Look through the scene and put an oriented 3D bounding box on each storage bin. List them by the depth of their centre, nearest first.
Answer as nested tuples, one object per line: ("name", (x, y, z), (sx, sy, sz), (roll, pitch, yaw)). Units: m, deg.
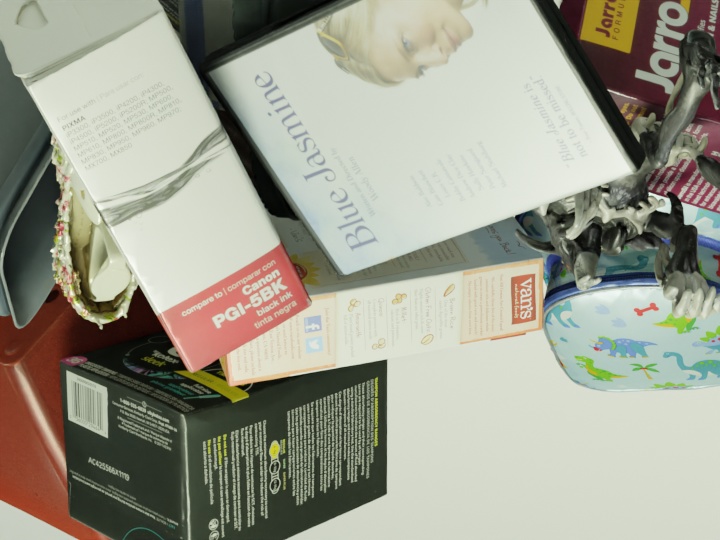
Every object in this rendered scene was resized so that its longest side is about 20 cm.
("storage bin", (-0.244, -0.081, 1.188), (0.134, 0.201, 0.146), (22, 153, 9))

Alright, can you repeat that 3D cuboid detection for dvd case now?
("dvd case", (0.027, -0.081, 0.900), (0.199, 0.018, 0.143), (-19, 114, 38))

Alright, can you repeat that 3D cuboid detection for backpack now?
("backpack", (0.192, -0.017, 1.134), (0.182, 0.148, 0.200), (-5, 142, 25))

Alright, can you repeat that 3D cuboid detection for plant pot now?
("plant pot", (-0.234, 0.067, 1.406), (0.199, 0.200, 0.177), (17, 146, 38))

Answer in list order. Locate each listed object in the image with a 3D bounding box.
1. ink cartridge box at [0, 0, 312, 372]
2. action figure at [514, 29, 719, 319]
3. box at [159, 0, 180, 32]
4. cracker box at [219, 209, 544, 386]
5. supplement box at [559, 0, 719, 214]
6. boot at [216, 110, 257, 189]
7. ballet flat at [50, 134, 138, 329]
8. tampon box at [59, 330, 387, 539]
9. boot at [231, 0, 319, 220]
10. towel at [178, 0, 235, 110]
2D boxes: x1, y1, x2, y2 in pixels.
("ink cartridge box", (-0.117, -0.068, 0.983), (0.083, 0.147, 0.201), (-28, 124, -4))
("action figure", (0.147, -0.037, 0.937), (0.118, 0.102, 0.200), (24, 141, -16))
("box", (-0.055, -0.183, 1.035), (0.157, 0.050, 0.200), (-12, 143, 40))
("cracker box", (0.000, 0.000, 1.105), (0.199, 0.134, 0.058), (-10, 120, -11))
("supplement box", (0.208, -0.101, 1.013), (0.199, 0.111, 0.086), (16, 150, -3))
("boot", (-0.106, -0.041, 1.206), (0.200, 0.064, 0.186), (30, 131, -28))
("ballet flat", (-0.157, -0.039, 1.117), (0.075, 0.064, 0.200), (-10, 143, -15))
("tampon box", (-0.098, 0.118, 1.318), (0.149, 0.127, 0.199), (16, -156, 42))
("boot", (0.021, -0.092, 0.976), (0.162, 0.074, 0.199), (7, 142, 12))
("towel", (-0.008, -0.130, 1.017), (0.199, 0.024, 0.147), (8, 149, 4))
